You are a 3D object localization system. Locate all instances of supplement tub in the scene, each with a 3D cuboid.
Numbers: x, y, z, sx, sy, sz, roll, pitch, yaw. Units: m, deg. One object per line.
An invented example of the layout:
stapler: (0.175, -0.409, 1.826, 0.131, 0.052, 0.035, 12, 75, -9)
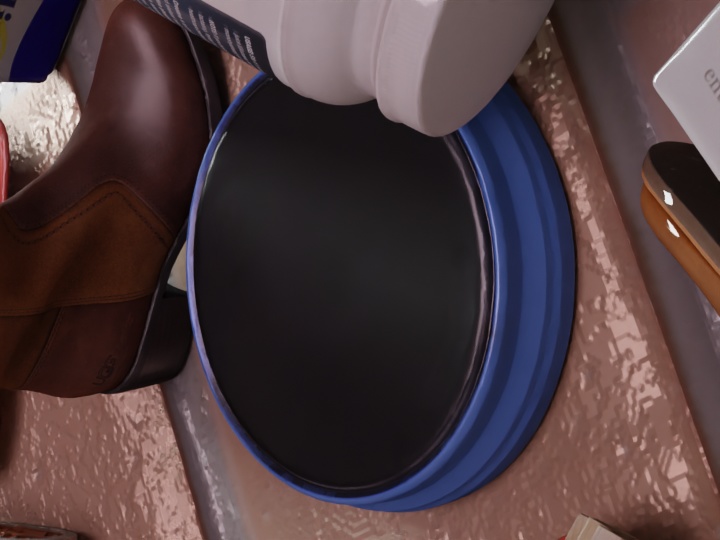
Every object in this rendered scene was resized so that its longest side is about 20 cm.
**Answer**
supplement tub: (-0.028, -0.149, 0.762, 0.199, 0.140, 0.141, 30, 115, 17)

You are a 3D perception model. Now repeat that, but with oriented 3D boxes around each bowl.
bowl: (0.000, 0.000, 0.846, 0.200, 0.039, 0.202, 4, 95, 45)

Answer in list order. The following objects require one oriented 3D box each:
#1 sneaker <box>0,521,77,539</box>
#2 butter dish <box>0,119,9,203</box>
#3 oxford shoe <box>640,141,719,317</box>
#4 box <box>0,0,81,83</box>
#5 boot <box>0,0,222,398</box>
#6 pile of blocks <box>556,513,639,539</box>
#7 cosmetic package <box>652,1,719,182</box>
sneaker: (-0.221, 0.169, 1.060, 0.199, 0.071, 0.081, -1, 87, 44)
butter dish: (-0.288, 0.001, 1.064, 0.199, 0.147, 0.202, 19, 106, 44)
oxford shoe: (0.149, 0.039, 0.677, 0.200, 0.071, 0.071, 54, 132, 27)
box: (-0.256, -0.176, 0.982, 0.184, 0.199, 0.105, 43, 123, 35)
boot: (-0.159, -0.030, 0.892, 0.068, 0.199, 0.190, 25, 110, 42)
pile of blocks: (0.057, 0.175, 0.768, 0.062, 0.082, 0.202, 27, 112, 41)
cosmetic package: (0.222, -0.052, 0.525, 0.200, 0.166, 0.168, -48, 60, 37)
